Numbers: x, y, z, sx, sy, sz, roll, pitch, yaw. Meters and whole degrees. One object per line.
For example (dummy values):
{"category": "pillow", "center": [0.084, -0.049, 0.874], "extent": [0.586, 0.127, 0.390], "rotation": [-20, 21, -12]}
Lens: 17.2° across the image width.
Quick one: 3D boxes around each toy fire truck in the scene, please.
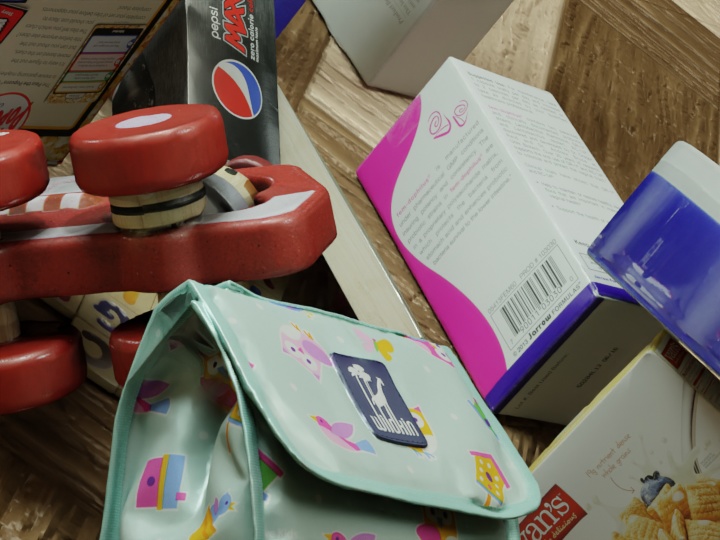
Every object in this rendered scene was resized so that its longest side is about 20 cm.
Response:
{"category": "toy fire truck", "center": [-0.106, -0.019, 1.054], "extent": [0.168, 0.198, 0.113], "rotation": [-53, 135, -69]}

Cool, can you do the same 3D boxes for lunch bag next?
{"category": "lunch bag", "center": [-0.017, 0.112, 0.956], "extent": [0.170, 0.121, 0.202], "rotation": [14, 73, -46]}

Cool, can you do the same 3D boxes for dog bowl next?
{"category": "dog bowl", "center": [0.215, 0.027, 1.239], "extent": [0.200, 0.079, 0.200], "rotation": [42, 5, -4]}

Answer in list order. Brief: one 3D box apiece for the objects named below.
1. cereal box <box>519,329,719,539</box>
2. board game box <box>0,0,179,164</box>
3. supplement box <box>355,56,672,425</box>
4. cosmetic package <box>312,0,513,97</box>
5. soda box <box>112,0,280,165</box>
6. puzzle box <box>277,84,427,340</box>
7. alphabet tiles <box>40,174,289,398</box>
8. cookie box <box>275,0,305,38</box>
{"category": "cereal box", "center": [0.180, 0.148, 1.223], "extent": [0.200, 0.144, 0.040], "rotation": [42, 28, 3]}
{"category": "board game box", "center": [-0.153, -0.137, 1.144], "extent": [0.046, 0.200, 0.151], "rotation": [51, 27, 23]}
{"category": "supplement box", "center": [0.096, -0.016, 1.410], "extent": [0.103, 0.101, 0.201], "rotation": [13, 38, -45]}
{"category": "cosmetic package", "center": [0.062, -0.221, 1.566], "extent": [0.071, 0.200, 0.102], "rotation": [9, 40, -48]}
{"category": "soda box", "center": [-0.088, -0.112, 1.253], "extent": [0.063, 0.071, 0.201], "rotation": [20, 55, -38]}
{"category": "puzzle box", "center": [0.000, 0.000, 1.270], "extent": [0.201, 0.025, 0.133], "rotation": [61, 1, 35]}
{"category": "alphabet tiles", "center": [-0.090, 0.020, 1.208], "extent": [0.166, 0.006, 0.200], "rotation": [36, 26, -11]}
{"category": "cookie box", "center": [-0.080, -0.241, 1.406], "extent": [0.170, 0.200, 0.075], "rotation": [20, 34, -35]}
